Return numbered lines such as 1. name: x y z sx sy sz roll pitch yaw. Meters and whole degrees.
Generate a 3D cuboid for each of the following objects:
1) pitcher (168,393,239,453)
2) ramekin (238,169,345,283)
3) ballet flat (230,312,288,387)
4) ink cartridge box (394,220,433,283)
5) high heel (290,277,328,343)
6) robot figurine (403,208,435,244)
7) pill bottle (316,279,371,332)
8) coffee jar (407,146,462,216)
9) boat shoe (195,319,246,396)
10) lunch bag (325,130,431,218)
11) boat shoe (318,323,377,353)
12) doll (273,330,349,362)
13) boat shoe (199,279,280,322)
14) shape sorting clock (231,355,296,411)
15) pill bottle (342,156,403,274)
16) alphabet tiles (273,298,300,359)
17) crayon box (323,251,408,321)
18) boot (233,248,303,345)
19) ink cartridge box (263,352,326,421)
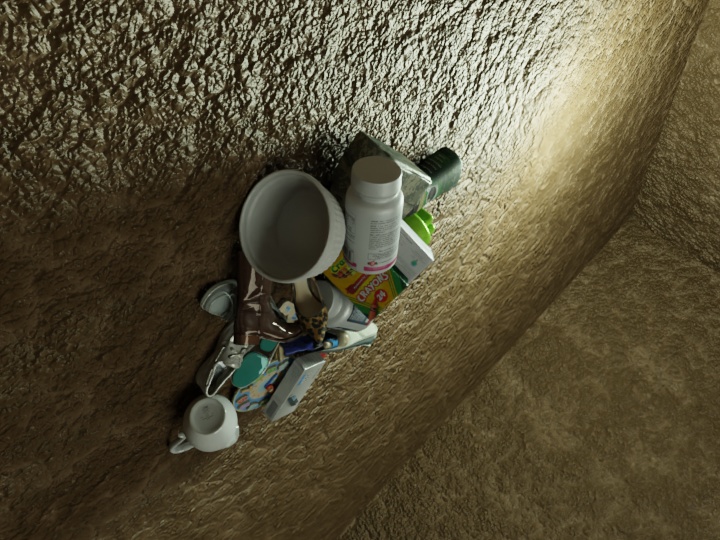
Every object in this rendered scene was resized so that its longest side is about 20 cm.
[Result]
1. pitcher: -0.364 0.366 1.341 0.168 0.123 0.201 -21 159 -18
2. ramekin: -0.120 -0.078 1.102 0.202 0.199 0.105 -56 159 11
3. ballet flat: -0.228 0.177 1.339 0.202 0.069 0.069 -55 151 10
4. ink cartridge box: 0.058 -0.015 1.396 0.200 0.136 0.077 -44 -171 15
5. high heel: -0.120 0.044 1.252 0.070 0.204 0.144 -16 149 -3
6. robot figurine: 0.100 -0.075 1.493 0.200 0.115 0.177 -43 150 -12
7. pill bottle: -0.053 0.084 1.454 0.121 0.119 0.199 -54 151 8
8. coffee jar: 0.158 -0.218 1.445 0.198 0.085 0.106 -34 151 -29
9. boat shoe: -0.284 0.189 1.283 0.070 0.069 0.202 26 101 -43
10. lunch bag: 0.030 -0.177 1.253 0.198 0.139 0.170 11 118 -55
11. boat shoe: -0.041 0.192 1.546 0.196 0.073 0.063 -13 130 -34
12. doll: -0.118 0.177 1.442 0.195 0.136 0.050 -8 100 -25
13. boat shoe: -0.245 0.071 1.219 0.075 0.065 0.200 -56 150 10
14. shape sorting clock: -0.238 0.291 1.493 0.198 0.039 0.202 -37 155 -20
15. pill bottle: 0.024 -0.105 1.121 0.112 0.113 0.204 -29 141 -33
16. alphabet tiles: -0.220 0.159 1.409 0.201 0.015 0.195 -52 151 1
17. crayon box: 0.000 0.000 1.341 0.127 0.200 0.051 -43 -171 17
18. boot: -0.182 0.044 1.207 0.184 0.063 0.206 -2 96 -52
19. ink cartridge box: -0.151 0.295 1.558 0.175 0.045 0.202 -14 142 -56
